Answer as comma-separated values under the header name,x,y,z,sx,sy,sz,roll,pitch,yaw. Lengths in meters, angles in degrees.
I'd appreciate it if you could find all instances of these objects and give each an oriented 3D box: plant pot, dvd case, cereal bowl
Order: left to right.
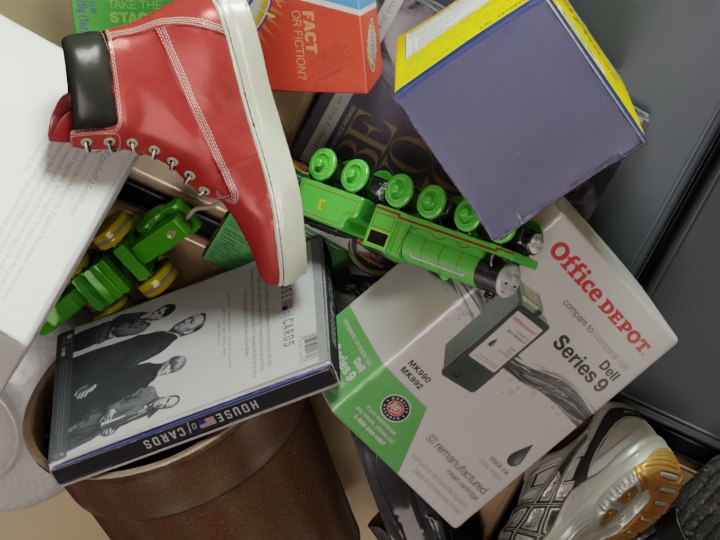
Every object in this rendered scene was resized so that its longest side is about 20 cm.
name,x,y,z,sx,sy,sz,roll,pitch,yaw
cereal bowl,-0.279,0.095,1.823,0.200,0.083,0.200,5,120,9
dvd case,-0.111,0.058,1.679,0.200,0.150,0.025,-20,122,10
plant pot,-0.103,0.145,1.758,0.200,0.200,0.198,-13,125,17
dvd case,0.071,-0.090,1.692,0.200,0.016,0.149,28,120,-4

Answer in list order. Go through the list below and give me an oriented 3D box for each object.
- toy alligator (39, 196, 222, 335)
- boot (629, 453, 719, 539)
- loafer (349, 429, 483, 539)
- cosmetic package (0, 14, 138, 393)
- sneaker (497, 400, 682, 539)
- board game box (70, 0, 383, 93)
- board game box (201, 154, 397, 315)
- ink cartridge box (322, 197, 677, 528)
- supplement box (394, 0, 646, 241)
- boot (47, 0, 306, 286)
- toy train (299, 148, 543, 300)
name,x,y,z,sx,sy,sz,roll,pitch,yaw
toy alligator,-0.149,-0.021,1.752,0.200,0.054,0.059,-36,109,20
boot,0.267,0.241,1.794,0.158,0.079,0.211,-35,106,25
loafer,0.042,0.179,1.817,0.072,0.073,0.200,-2,108,22
cosmetic package,-0.268,-0.058,1.656,0.200,0.199,0.123,29,154,-4
sneaker,0.136,0.175,1.777,0.200,0.088,0.076,-43,139,15
board game box,-0.091,-0.194,1.644,0.200,0.040,0.153,2,118,16
board game box,0.000,0.000,1.743,0.200,0.023,0.105,30,129,-6
ink cartridge box,0.085,0.048,1.674,0.200,0.084,0.146,-41,122,7
supplement box,0.095,-0.112,1.554,0.109,0.200,0.110,-33,102,10
boot,-0.119,-0.069,1.621,0.144,0.072,0.200,-19,107,-8
toy train,0.034,-0.030,1.629,0.200,0.042,0.056,21,90,41
